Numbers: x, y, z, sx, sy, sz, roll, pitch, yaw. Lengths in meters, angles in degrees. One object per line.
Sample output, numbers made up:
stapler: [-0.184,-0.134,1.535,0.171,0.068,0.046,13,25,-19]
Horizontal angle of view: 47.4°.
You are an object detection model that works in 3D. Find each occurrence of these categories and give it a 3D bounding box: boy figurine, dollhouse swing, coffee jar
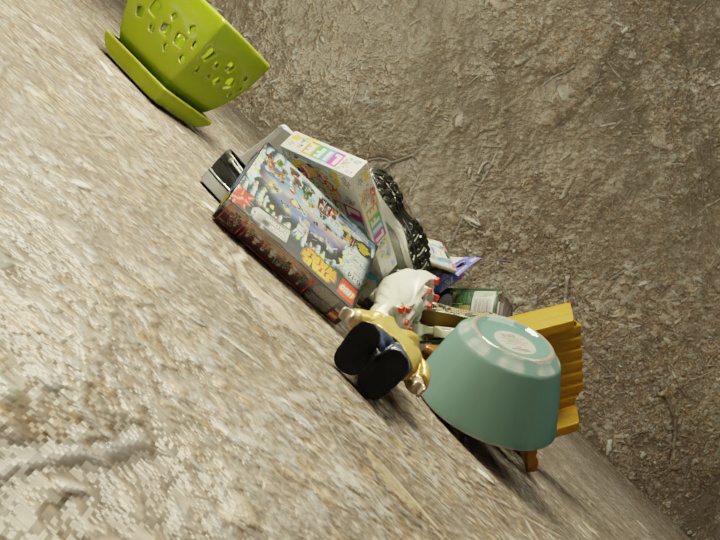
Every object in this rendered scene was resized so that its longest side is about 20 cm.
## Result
boy figurine: [0.025,0.087,0.888,0.124,0.065,0.200,44,4,8]
dollhouse swing: [0.303,0.188,1.284,0.176,0.179,0.203,-130,-150,-67]
coffee jar: [0.155,0.076,1.401,0.197,0.087,0.104,2,-21,28]

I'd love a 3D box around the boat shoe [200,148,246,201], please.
boat shoe: [-0.118,-0.078,1.078,0.199,0.068,0.074,44,5,11]

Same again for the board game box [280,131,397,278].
board game box: [-0.027,-0.088,1.137,0.133,0.034,0.201,27,-28,34]

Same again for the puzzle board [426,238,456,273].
puzzle board: [0.083,-0.047,1.390,0.148,0.018,0.200,17,13,-4]

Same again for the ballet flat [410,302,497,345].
ballet flat: [0.113,0.082,1.187,0.197,0.069,0.075,6,13,7]

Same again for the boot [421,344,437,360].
boot: [0.157,0.162,1.219,0.155,0.077,0.200,45,3,6]

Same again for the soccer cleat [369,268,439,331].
soccer cleat: [0.042,0.051,1.124,0.077,0.070,0.200,12,26,25]

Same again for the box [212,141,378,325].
box: [-0.073,-0.047,1.000,0.200,0.040,0.138,42,37,-16]

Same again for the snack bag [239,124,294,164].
snack bag: [-0.097,-0.118,1.228,0.200,0.022,0.187,42,-38,-22]

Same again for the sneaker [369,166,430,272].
sneaker: [0.045,-0.059,1.262,0.202,0.079,0.074,61,32,-11]

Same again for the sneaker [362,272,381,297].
sneaker: [0.000,0.000,1.295,0.076,0.081,0.200,43,6,-11]

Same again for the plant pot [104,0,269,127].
plant pot: [-0.308,-0.378,1.417,0.200,0.182,0.199,45,6,18]

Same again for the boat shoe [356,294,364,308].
boat shoe: [-0.058,-0.032,1.134,0.202,0.075,0.075,45,5,14]

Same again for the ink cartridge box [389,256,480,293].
ink cartridge box: [0.096,0.004,1.407,0.197,0.043,0.119,0,14,28]

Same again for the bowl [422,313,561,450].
bowl: [0.181,0.130,1.071,0.198,0.106,0.201,16,21,-6]
